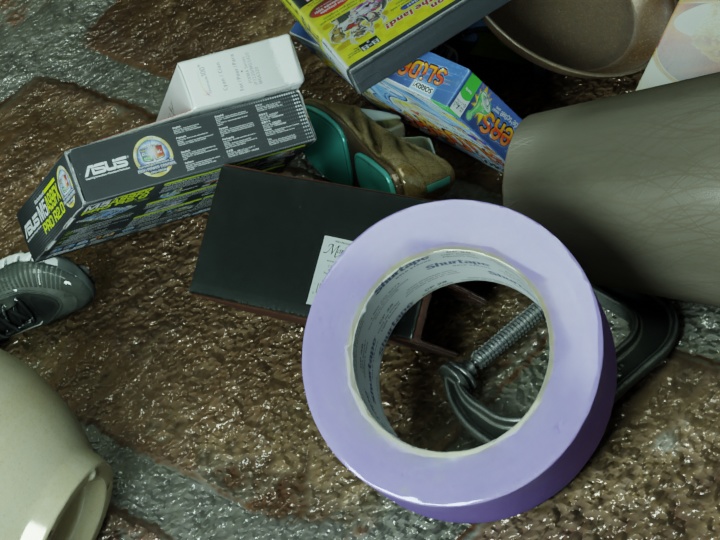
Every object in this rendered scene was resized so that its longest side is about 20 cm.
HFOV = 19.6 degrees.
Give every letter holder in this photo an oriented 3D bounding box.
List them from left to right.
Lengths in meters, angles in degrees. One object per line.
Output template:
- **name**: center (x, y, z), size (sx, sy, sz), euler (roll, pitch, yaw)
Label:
- **letter holder**: center (0.000, 0.000, 1.547), size (0.198, 0.142, 0.102), euler (11, 83, 32)

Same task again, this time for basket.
- **basket**: center (0.209, -0.052, 1.427), size (0.198, 0.182, 0.136), euler (-1, 11, 30)

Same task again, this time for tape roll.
- **tape roll**: center (0.066, 0.061, 1.370), size (0.198, 0.085, 0.202), euler (-3, 76, 13)

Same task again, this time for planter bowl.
- **planter bowl**: center (-0.256, 0.161, 1.445), size (0.134, 0.201, 0.201), euler (25, 56, 12)

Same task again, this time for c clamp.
- **c clamp**: center (0.132, 0.048, 1.469), size (0.170, 0.027, 0.200), euler (27, 58, 37)

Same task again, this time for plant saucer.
- **plant saucer**: center (0.160, -0.227, 1.676), size (0.198, 0.037, 0.202), euler (13, 53, -17)

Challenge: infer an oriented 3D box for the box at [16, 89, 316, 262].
- **box**: center (-0.152, -0.072, 1.615), size (0.198, 0.045, 0.160), euler (-18, -9, -26)

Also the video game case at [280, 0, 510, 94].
- **video game case**: center (0.044, -0.235, 1.607), size (0.199, 0.026, 0.181), euler (-32, 40, -5)

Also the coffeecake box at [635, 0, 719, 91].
- **coffeecake box**: center (0.303, -0.151, 1.555), size (0.152, 0.073, 0.201), euler (5, 49, 30)

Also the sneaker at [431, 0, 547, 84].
- **sneaker**: center (0.064, -0.199, 1.679), size (0.198, 0.079, 0.090), euler (13, 40, -2)

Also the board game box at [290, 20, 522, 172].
- **board game box**: center (0.049, -0.139, 1.629), size (0.199, 0.135, 0.035), euler (30, 85, 46)

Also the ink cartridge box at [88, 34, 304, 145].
- **ink cartridge box**: center (-0.146, -0.117, 1.655), size (0.175, 0.200, 0.045), euler (-18, 82, -15)

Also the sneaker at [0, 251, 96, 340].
- **sneaker**: center (-0.303, 0.039, 1.684), size (0.198, 0.067, 0.091), euler (-6, 47, 28)

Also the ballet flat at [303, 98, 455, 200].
- **ballet flat**: center (0.015, -0.095, 1.654), size (0.072, 0.068, 0.200), euler (-18, 25, -20)
